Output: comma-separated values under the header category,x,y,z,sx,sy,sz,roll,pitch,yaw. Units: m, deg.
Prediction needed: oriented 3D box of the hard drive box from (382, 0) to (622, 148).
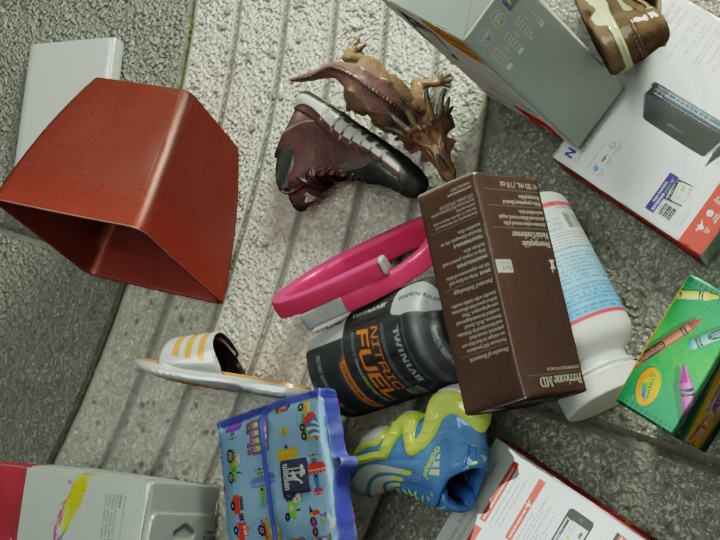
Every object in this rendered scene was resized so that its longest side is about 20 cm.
category,x,y,z,sx,sy,sz,roll,pitch,yaw
hard drive box,0.134,-0.220,1.148,0.077,0.199,0.156,-54,41,5

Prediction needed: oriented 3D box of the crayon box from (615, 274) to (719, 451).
category,x,y,z,sx,sy,sz,roll,pitch,yaw
crayon box,0.291,0.085,1.037,0.058,0.200,0.120,31,92,26

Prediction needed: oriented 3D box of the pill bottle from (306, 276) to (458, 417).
category,x,y,z,sx,sy,sz,roll,pitch,yaw
pill bottle,0.048,0.070,1.164,0.199,0.105,0.108,-24,69,41

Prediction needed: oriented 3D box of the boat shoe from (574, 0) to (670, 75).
category,x,y,z,sx,sy,sz,roll,pitch,yaw
boat shoe,0.254,-0.243,1.149,0.074,0.075,0.203,-25,26,13

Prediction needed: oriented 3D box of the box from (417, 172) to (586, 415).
category,x,y,z,sx,sy,sz,roll,pitch,yaw
box,0.125,0.020,1.062,0.074,0.100,0.203,-20,77,41

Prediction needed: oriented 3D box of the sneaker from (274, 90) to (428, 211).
category,x,y,z,sx,sy,sz,roll,pitch,yaw
sneaker,-0.020,-0.100,1.291,0.200,0.075,0.116,39,101,36

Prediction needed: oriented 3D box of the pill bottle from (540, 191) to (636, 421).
category,x,y,z,sx,sy,sz,roll,pitch,yaw
pill bottle,0.189,0.035,1.143,0.108,0.109,0.202,-30,68,15

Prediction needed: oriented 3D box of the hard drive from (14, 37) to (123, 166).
category,x,y,z,sx,sy,sz,roll,pitch,yaw
hard drive,-0.361,-0.182,1.476,0.130,0.027,0.203,0,80,24

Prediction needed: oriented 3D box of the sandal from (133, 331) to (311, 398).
category,x,y,z,sx,sy,sz,roll,pitch,yaw
sandal,-0.143,0.099,1.298,0.204,0.079,0.060,7,80,16

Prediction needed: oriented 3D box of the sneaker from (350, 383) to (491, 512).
category,x,y,z,sx,sy,sz,roll,pitch,yaw
sneaker,0.055,0.193,1.145,0.200,0.075,0.106,-47,40,43

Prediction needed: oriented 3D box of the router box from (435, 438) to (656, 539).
category,x,y,z,sx,sy,sz,roll,pitch,yaw
router box,0.155,0.291,1.128,0.179,0.049,0.201,33,93,26

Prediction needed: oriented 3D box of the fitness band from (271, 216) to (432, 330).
category,x,y,z,sx,sy,sz,roll,pitch,yaw
fitness band,0.000,0.000,1.216,0.198,0.144,0.038,-24,103,22

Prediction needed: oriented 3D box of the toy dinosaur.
category,x,y,z,sx,sy,sz,roll,pitch,yaw
toy dinosaur,0.025,-0.176,1.234,0.198,0.136,0.087,24,109,-5

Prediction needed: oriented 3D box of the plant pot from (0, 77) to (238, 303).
category,x,y,z,sx,sy,sz,roll,pitch,yaw
plant pot,-0.242,-0.097,1.325,0.198,0.200,0.178,12,71,25

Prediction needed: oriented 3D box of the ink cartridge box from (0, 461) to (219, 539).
category,x,y,z,sx,sy,sz,roll,pitch,yaw
ink cartridge box,-0.272,0.286,1.271,0.198,0.145,0.147,2,80,24

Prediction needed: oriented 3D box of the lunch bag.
category,x,y,z,sx,sy,sz,roll,pitch,yaw
lunch bag,-0.055,0.205,1.171,0.199,0.093,0.153,-29,64,55

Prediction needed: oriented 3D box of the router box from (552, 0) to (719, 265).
category,x,y,z,sx,sy,sz,roll,pitch,yaw
router box,0.315,-0.138,1.158,0.179,0.049,0.201,37,95,25
